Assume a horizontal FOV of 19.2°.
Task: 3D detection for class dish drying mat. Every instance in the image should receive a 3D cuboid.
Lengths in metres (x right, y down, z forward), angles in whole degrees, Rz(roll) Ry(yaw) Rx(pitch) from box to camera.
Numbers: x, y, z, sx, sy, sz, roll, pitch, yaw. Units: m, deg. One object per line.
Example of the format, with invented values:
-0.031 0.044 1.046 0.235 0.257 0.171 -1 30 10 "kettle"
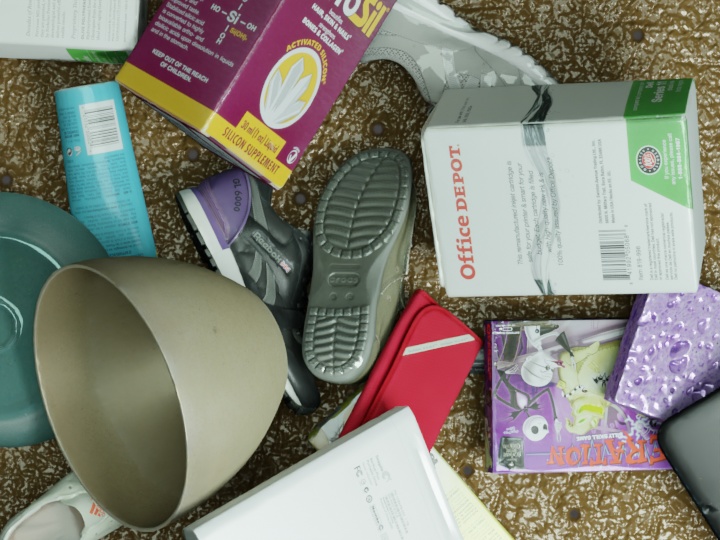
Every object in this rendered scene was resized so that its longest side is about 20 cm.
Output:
0.028 0.116 1.619 0.077 0.018 0.201 41 62 -26 "dish drying mat"

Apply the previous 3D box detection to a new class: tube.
-0.197 -0.046 1.669 0.077 0.050 0.202 -8 94 10 "tube"

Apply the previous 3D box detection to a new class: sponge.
0.296 0.084 1.673 0.199 0.030 0.112 22 83 -15 "sponge"

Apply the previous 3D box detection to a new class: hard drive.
-0.021 0.201 1.548 0.199 0.027 0.133 -28 101 -31 "hard drive"

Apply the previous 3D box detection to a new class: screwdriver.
0.032 0.065 1.694 0.198 0.029 0.028 2 90 6 "screwdriver"

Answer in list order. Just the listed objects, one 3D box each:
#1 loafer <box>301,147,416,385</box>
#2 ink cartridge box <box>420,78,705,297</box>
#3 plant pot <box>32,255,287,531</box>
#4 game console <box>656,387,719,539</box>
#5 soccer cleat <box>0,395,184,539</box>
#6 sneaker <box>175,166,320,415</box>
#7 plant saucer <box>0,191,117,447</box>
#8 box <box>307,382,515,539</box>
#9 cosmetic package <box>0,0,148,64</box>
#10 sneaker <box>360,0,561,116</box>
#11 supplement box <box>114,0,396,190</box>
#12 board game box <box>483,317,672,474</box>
0.000 0.000 1.663 0.075 0.070 0.201 8 69 19 "loafer"
0.156 -0.062 1.616 0.198 0.083 0.148 -1 117 14 "ink cartridge box"
-0.133 0.074 1.576 0.134 0.200 0.202 -20 90 -36 "plant pot"
0.355 0.145 1.666 0.201 0.116 0.176 57 45 -10 "game console"
-0.196 0.170 1.648 0.200 0.078 0.069 -38 91 -3 "soccer cleat"
-0.063 0.011 1.659 0.087 0.076 0.201 -26 88 -9 "sneaker"
-0.281 0.041 1.650 0.198 0.036 0.202 0 96 4 "plant saucer"
0.049 0.183 1.674 0.075 0.050 0.200 -42 92 -3 "box"
-0.265 -0.209 1.637 0.198 0.108 0.086 2 90 -1 "cosmetic package"
0.085 -0.151 1.678 0.199 0.075 0.082 32 97 8 "sneaker"
-0.071 -0.184 1.614 0.103 0.131 0.201 30 88 32 "supplement box"
0.195 0.097 1.678 0.198 0.032 0.121 -1 93 -13 "board game box"
